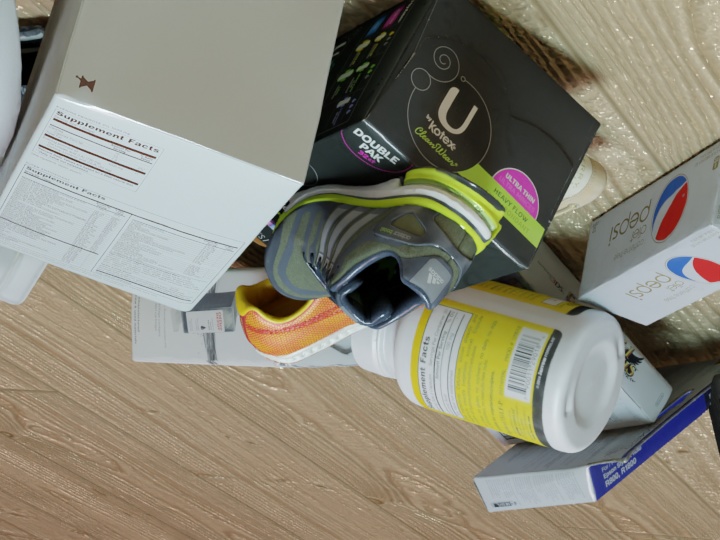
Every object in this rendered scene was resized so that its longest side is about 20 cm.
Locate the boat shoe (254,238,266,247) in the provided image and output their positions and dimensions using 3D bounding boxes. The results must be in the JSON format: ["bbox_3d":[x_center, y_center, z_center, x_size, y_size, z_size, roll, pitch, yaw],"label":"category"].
[{"bbox_3d":[-0.035,-0.043,1.423,0.200,0.071,0.070,27,-166,-50],"label":"boat shoe"}]

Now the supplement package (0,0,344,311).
[{"bbox_3d":[-0.115,-0.114,1.079,0.146,0.192,0.200,20,152,-16],"label":"supplement package"}]

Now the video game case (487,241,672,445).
[{"bbox_3d":[0.134,0.064,1.527,0.181,0.046,0.200,46,148,-19],"label":"video game case"}]

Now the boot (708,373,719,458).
[{"bbox_3d":[0.367,0.118,1.497,0.150,0.074,0.200,-14,155,6],"label":"boot"}]

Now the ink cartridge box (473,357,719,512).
[{"bbox_3d":[0.226,0.139,1.564,0.200,0.199,0.041,-18,102,55],"label":"ink cartridge box"}]

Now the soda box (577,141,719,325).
[{"bbox_3d":[0.230,-0.023,1.288,0.063,0.068,0.200,19,159,-14],"label":"soda box"}]

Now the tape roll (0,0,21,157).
[{"bbox_3d":[-0.276,-0.155,1.091,0.071,0.203,0.202,-16,175,-30],"label":"tape roll"}]

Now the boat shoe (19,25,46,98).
[{"bbox_3d":[-0.177,-0.123,1.287,0.199,0.071,0.091,8,163,22],"label":"boat shoe"}]

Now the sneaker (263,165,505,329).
[{"bbox_3d":[-0.002,-0.006,1.091,0.074,0.081,0.200,42,150,-20],"label":"sneaker"}]

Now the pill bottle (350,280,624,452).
[{"bbox_3d":[0.095,0.063,1.410,0.199,0.112,0.111,16,164,32],"label":"pill bottle"}]

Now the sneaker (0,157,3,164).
[{"bbox_3d":[-0.274,-0.089,1.432,0.199,0.075,0.100,1,156,32],"label":"sneaker"}]

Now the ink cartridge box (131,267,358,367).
[{"bbox_3d":[-0.080,0.039,1.544,0.145,0.085,0.199,1,-179,-44],"label":"ink cartridge box"}]

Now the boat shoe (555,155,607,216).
[{"bbox_3d":[0.094,-0.053,1.300,0.065,0.073,0.200,19,160,-30],"label":"boat shoe"}]

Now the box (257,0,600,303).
[{"bbox_3d":[0.025,-0.071,1.178,0.148,0.125,0.200,40,150,-20],"label":"box"}]

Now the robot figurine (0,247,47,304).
[{"bbox_3d":[-0.365,-0.040,1.552,0.199,0.113,0.170,24,-164,-32],"label":"robot figurine"}]

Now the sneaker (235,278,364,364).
[{"bbox_3d":[0.000,0.000,1.378,0.073,0.199,0.077,51,168,46],"label":"sneaker"}]
